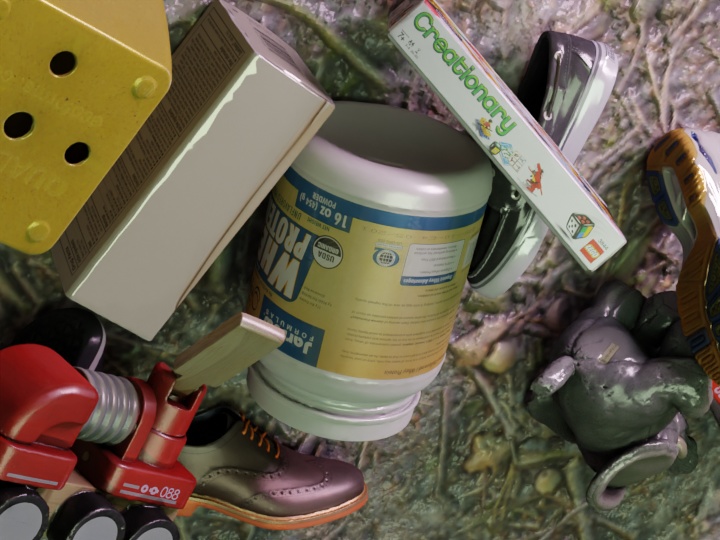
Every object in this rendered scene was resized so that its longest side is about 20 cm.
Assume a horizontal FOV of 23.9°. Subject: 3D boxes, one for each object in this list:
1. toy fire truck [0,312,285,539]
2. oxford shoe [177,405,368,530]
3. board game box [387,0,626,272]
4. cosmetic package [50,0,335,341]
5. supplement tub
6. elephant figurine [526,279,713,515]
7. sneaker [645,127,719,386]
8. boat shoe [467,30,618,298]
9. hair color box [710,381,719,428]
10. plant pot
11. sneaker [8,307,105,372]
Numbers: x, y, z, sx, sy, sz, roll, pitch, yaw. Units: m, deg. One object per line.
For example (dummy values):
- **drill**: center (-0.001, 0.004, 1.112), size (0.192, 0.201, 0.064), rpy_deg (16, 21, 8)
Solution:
- **toy fire truck**: center (-0.158, 0.091, 1.099), size (0.176, 0.129, 0.201), rpy_deg (21, 99, -46)
- **oxford shoe**: center (-0.082, 0.143, 1.263), size (0.199, 0.071, 0.073), rpy_deg (7, 111, -23)
- **board game box**: center (0.093, -0.095, 1.112), size (0.035, 0.126, 0.200), rpy_deg (-39, 100, 10)
- **cosmetic package**: center (-0.115, -0.067, 1.111), size (0.073, 0.104, 0.200), rpy_deg (31, 106, -32)
- **supplement tub**: center (0.000, 0.000, 1.165), size (0.144, 0.145, 0.201), rpy_deg (3, 116, -22)
- **elephant figurine**: center (0.203, 0.120, 1.327), size (0.154, 0.142, 0.201), rpy_deg (13, 134, 5)
- **sneaker**: center (0.278, -0.012, 1.247), size (0.088, 0.201, 0.075), rpy_deg (-1, 163, -29)
- **boat shoe**: center (0.112, -0.078, 1.210), size (0.066, 0.070, 0.201), rpy_deg (20, 109, -20)
- **hair color box**: center (0.341, 0.147, 1.339), size (0.064, 0.200, 0.111), rpy_deg (-32, 124, 1)
- **plant pot**: center (-0.222, -0.127, 0.968), size (0.200, 0.176, 0.200), rpy_deg (26, 107, -45)
- **sneaker**: center (-0.219, 0.112, 1.210), size (0.083, 0.072, 0.201), rpy_deg (5, 120, -49)
